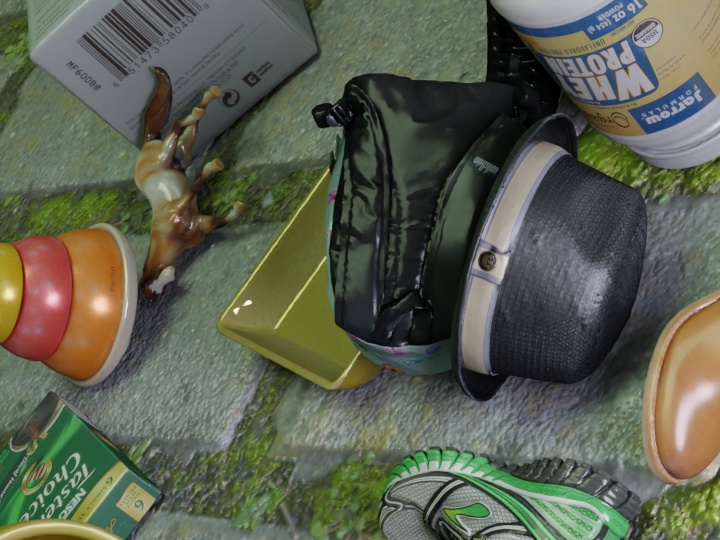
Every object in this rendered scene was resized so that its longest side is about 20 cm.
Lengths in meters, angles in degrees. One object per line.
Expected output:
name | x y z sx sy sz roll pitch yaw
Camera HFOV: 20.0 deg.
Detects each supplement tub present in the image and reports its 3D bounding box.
supplement tub | 0.189 -0.177 1.405 0.144 0.200 0.146 -24 44 25

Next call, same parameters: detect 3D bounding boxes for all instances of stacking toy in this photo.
stacking toy | -0.306 0.018 1.785 0.146 0.198 0.148 -22 63 53

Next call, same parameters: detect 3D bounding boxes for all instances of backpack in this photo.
backpack | 0.049 -0.029 1.452 0.165 0.127 0.202 3 74 19

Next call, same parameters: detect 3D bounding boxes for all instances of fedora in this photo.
fedora | 0.136 0.002 1.369 0.091 0.201 0.202 19 67 20

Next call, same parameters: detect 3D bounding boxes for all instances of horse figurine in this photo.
horse figurine | -0.165 -0.083 1.846 0.132 0.050 0.201 -42 51 35

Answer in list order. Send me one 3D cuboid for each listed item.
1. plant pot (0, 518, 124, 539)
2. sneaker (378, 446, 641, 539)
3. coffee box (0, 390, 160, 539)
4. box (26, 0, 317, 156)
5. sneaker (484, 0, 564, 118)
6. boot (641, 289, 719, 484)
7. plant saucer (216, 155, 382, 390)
plant pot | -0.248 0.285 1.485 0.202 0.200 0.189 -61 18 -20
sneaker | 0.080 0.165 1.302 0.199 0.078 0.086 -4 53 48
coffee box | -0.251 0.187 1.711 0.123 0.044 0.200 -51 32 -4
box | -0.183 -0.247 1.944 0.198 0.200 0.172 -38 35 17
sneaker | 0.122 -0.151 1.513 0.072 0.200 0.113 13 68 16
boot | 0.267 0.050 1.219 0.155 0.077 0.201 11 57 50
plant saucer | 0.000 0.000 1.603 0.201 0.048 0.199 -55 33 -8
